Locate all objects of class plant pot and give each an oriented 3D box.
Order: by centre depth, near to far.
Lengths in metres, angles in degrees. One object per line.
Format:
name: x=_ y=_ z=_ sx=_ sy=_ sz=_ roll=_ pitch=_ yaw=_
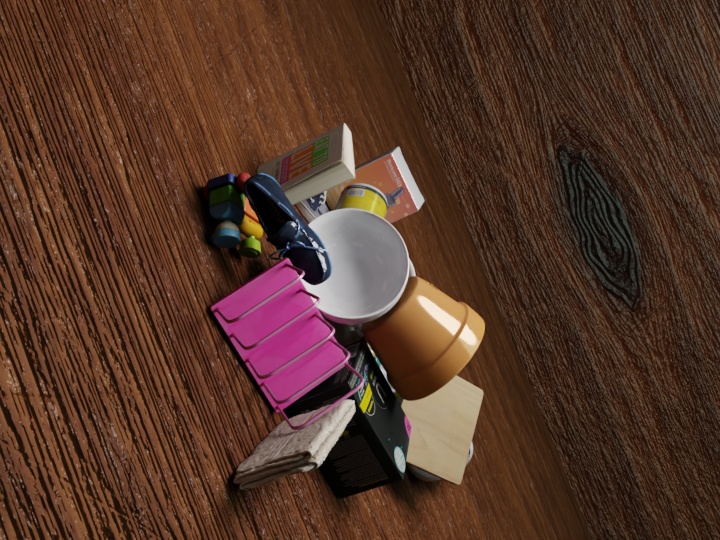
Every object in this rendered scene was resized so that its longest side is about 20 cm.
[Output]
plant pot: x=0.097 y=0.106 z=1.202 sx=0.140 sy=0.200 sz=0.200 roll=45 pitch=25 yaw=-14

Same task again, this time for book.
book: x=-0.108 y=-0.190 z=1.300 sx=0.048 sy=0.199 sz=0.134 roll=51 pitch=25 yaw=-38

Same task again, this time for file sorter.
file sorter: x=-0.102 y=0.108 z=1.014 sx=0.201 sy=0.139 sz=0.125 roll=61 pitch=-14 yaw=-17

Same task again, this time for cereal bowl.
cereal bowl: x=-0.018 y=0.002 z=1.165 sx=0.083 sy=0.199 sz=0.201 roll=98 pitch=-20 yaw=-65

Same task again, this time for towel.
towel: x=-0.088 y=0.245 z=0.978 sx=0.035 sy=0.132 sz=0.200 roll=67 pitch=20 yaw=-5

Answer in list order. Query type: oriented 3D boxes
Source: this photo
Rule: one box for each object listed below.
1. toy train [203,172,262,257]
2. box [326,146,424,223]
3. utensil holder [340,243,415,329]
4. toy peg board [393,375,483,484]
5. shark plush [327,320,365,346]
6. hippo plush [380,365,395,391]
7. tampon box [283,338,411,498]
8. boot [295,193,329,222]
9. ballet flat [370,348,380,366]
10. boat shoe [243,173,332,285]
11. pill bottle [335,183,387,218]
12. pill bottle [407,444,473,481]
toy train: x=-0.182 y=-0.072 z=1.168 sx=0.200 sy=0.084 sz=0.116 roll=37 pitch=46 yaw=-56
box: x=0.029 y=-0.183 z=1.658 sx=0.153 sy=0.199 sz=0.106 roll=63 pitch=20 yaw=-11
utensil holder: x=0.000 y=0.000 z=1.344 sx=0.170 sy=0.169 sz=0.200 roll=59 pitch=-2 yaw=-22
toy peg board: x=0.127 y=0.301 z=1.396 sx=0.200 sy=0.098 sz=0.200 roll=31 pitch=65 yaw=-29
shark plush: x=-0.050 y=0.122 z=1.378 sx=0.200 sy=0.090 sz=0.084 roll=57 pitch=-12 yaw=42
hippo plush: x=0.108 y=0.225 z=1.479 sx=0.201 sy=0.160 sz=0.159 roll=64 pitch=19 yaw=-9
tampon box: x=-0.014 y=0.252 z=1.177 sx=0.201 sy=0.126 sz=0.150 roll=61 pitch=20 yaw=-17
boot: x=-0.095 y=-0.167 z=1.476 sx=0.200 sy=0.090 sz=0.073 roll=46 pitch=28 yaw=-47
ballet flat: x=0.007 y=0.203 z=1.390 sx=0.200 sy=0.062 sz=0.068 roll=-72 pitch=158 yaw=-47
boat shoe: x=-0.125 y=-0.057 z=1.080 sx=0.200 sy=0.084 sz=0.069 roll=50 pitch=19 yaw=2
pill bottle: x=-0.014 y=-0.087 z=1.525 sx=0.112 sy=0.112 sz=0.201 roll=50 pitch=46 yaw=-41
pill bottle: x=0.183 y=0.405 z=1.551 sx=0.200 sy=0.115 sz=0.116 roll=21 pitch=49 yaw=-64
